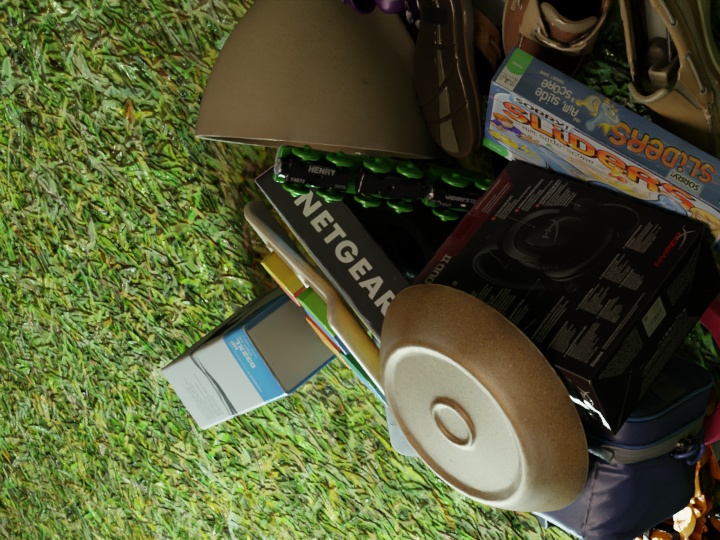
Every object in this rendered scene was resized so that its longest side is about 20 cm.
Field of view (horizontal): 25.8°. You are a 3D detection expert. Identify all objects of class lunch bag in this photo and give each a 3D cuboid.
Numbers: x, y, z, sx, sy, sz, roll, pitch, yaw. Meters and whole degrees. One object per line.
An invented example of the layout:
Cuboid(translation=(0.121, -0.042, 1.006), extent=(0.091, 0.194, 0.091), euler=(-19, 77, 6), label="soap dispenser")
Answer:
Cuboid(translation=(0.176, 0.112, 1.223), extent=(0.200, 0.136, 0.133), euler=(22, 119, 38), label="lunch bag")

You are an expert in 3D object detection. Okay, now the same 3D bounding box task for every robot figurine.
Cuboid(translation=(0.271, 0.184, 1.365), extent=(0.145, 0.058, 0.200), euler=(17, 133, 40), label="robot figurine")

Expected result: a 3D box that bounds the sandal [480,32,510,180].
Cuboid(translation=(0.130, -0.093, 1.275), extent=(0.075, 0.048, 0.201), euler=(0, 121, 49), label="sandal")

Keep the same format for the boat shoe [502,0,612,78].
Cuboid(translation=(0.143, -0.191, 1.128), extent=(0.075, 0.072, 0.200), euler=(10, 139, 1), label="boat shoe")

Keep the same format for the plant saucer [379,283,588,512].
Cuboid(translation=(0.078, 0.104, 1.157), extent=(0.200, 0.035, 0.201), euler=(34, 144, 30), label="plant saucer")

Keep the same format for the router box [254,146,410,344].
Cuboid(translation=(0.000, 0.000, 1.321), extent=(0.200, 0.051, 0.149), euler=(51, 179, 13), label="router box")

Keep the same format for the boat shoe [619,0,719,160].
Cuboid(translation=(0.216, -0.136, 1.108), extent=(0.072, 0.076, 0.200), euler=(5, 128, 44), label="boat shoe")

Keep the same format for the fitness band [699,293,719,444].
Cuboid(translation=(0.230, 0.062, 1.277), extent=(0.200, 0.037, 0.144), euler=(26, 121, 38), label="fitness band")

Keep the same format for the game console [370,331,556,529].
Cuboid(translation=(0.096, 0.134, 1.457), extent=(0.171, 0.118, 0.200), euler=(-117, 13, -53), label="game console")

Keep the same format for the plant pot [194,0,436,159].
Cuboid(translation=(-0.032, -0.167, 1.297), extent=(0.200, 0.200, 0.135), euler=(7, 94, 46), label="plant pot")

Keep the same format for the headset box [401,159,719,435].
Cuboid(translation=(0.141, 0.012, 1.172), extent=(0.200, 0.149, 0.077), euler=(22, 154, 40), label="headset box")

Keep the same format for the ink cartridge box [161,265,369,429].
Cuboid(translation=(-0.093, 0.075, 1.607), extent=(0.084, 0.145, 0.200), euler=(55, 146, -5), label="ink cartridge box")

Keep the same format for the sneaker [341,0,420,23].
Cuboid(translation=(-0.026, -0.245, 1.223), extent=(0.200, 0.074, 0.088), euler=(28, 131, 50), label="sneaker")

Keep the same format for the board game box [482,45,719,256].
Cuboid(translation=(0.186, -0.080, 1.158), extent=(0.200, 0.035, 0.135), euler=(31, 168, 10), label="board game box")

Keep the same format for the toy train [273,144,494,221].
Cuboid(translation=(0.021, -0.073, 1.257), extent=(0.056, 0.199, 0.042), euler=(-128, 50, -61), label="toy train")

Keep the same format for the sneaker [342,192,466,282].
Cuboid(translation=(0.059, -0.012, 1.415), extent=(0.199, 0.076, 0.114), euler=(30, 143, 33), label="sneaker")

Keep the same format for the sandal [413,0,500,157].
Cuboid(translation=(0.076, -0.184, 1.204), extent=(0.082, 0.054, 0.201), euler=(25, 126, 62), label="sandal")

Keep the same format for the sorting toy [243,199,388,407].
Cuboid(translation=(-0.027, 0.044, 1.407), extent=(0.185, 0.036, 0.200), euler=(54, 177, -40), label="sorting toy")

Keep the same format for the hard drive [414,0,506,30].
Cuboid(translation=(0.051, -0.274, 1.218), extent=(0.132, 0.027, 0.200), euler=(-19, 106, 54), label="hard drive")
